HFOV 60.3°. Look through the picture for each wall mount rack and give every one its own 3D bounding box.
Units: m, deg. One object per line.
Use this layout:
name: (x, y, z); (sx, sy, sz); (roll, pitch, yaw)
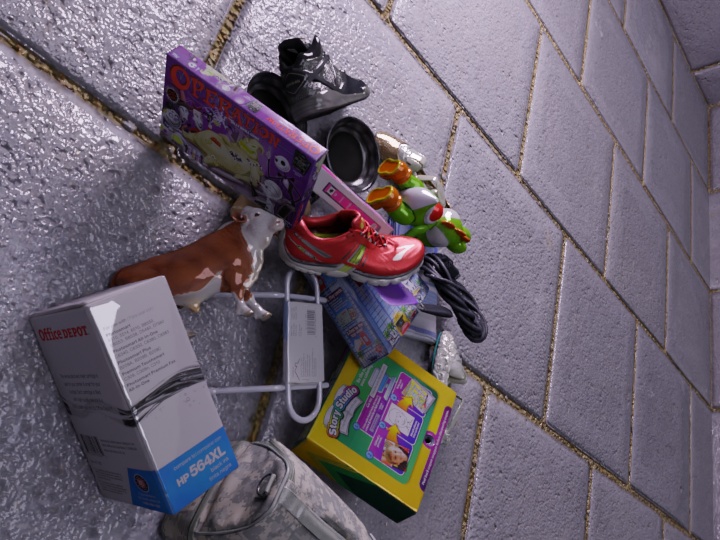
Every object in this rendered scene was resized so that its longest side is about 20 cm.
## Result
wall mount rack: (-0.113, 0.091, 0.780); (0.173, 0.074, 0.202); (10, 75, -50)

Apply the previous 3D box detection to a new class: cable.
cable: (0.149, 0.043, 1.012); (0.164, 0.051, 0.200); (65, 13, 20)

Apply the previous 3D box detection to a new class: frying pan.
frying pan: (-0.027, -0.143, 0.937); (0.115, 0.031, 0.191); (39, 63, -37)
frying pan: (-0.104, -0.183, 0.861); (0.115, 0.031, 0.191); (-33, 104, -52)

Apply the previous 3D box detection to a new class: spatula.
spatula: (0.080, 0.044, 0.865); (0.200, 0.021, 0.057); (24, 21, -54)

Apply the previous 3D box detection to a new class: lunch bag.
lunch bag: (-0.088, 0.288, 0.691); (0.200, 0.167, 0.140); (53, 48, -27)

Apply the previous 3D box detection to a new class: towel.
towel: (0.089, 0.018, 1.050); (0.146, 0.024, 0.201); (22, 66, -44)

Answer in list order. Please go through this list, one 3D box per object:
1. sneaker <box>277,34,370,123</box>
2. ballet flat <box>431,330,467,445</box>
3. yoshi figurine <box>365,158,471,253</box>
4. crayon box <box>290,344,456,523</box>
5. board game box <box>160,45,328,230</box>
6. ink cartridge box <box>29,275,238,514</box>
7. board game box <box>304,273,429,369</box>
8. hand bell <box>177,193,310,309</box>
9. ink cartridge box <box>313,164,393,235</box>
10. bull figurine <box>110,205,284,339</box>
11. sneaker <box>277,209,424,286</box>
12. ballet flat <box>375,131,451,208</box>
sneaker: (-0.052, -0.286, 0.901); (0.199, 0.076, 0.115); (-35, 109, -56)
ballet flat: (0.145, 0.200, 1.041); (0.072, 0.071, 0.201); (38, 58, -36)
yoshi figurine: (0.092, -0.089, 1.005); (0.200, 0.112, 0.112); (35, 25, -32)
crayon box: (0.026, 0.206, 0.853); (0.172, 0.058, 0.200); (35, 46, -5)
board game box: (-0.137, -0.144, 0.693); (0.199, 0.120, 0.032); (36, 47, 6)
ink cartridge box: (-0.219, 0.116, 0.596); (0.084, 0.145, 0.201); (-26, 102, -45)
board game box: (0.000, 0.000, 0.891); (0.200, 0.062, 0.200); (49, 40, -6)
hand bell: (-0.159, -0.034, 0.755); (0.104, 0.104, 0.200); (52, 60, -27)
ink cartridge box: (-0.044, -0.113, 0.821); (0.200, 0.095, 0.037); (35, 101, -37)
bull figurine: (-0.166, 0.009, 0.681); (0.199, 0.065, 0.122); (-23, 74, -12)
sneaker: (-0.003, -0.035, 0.781); (0.199, 0.085, 0.077); (3, 40, -21)
ballet flat: (0.097, -0.163, 1.063); (0.200, 0.065, 0.071); (51, 47, -29)
